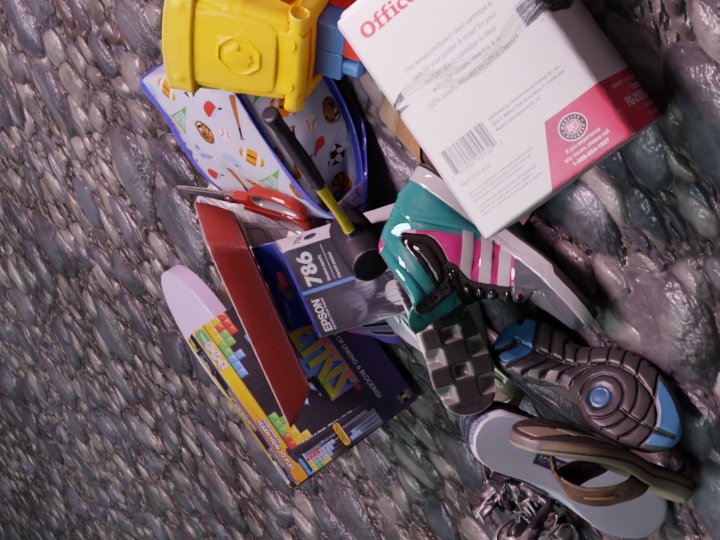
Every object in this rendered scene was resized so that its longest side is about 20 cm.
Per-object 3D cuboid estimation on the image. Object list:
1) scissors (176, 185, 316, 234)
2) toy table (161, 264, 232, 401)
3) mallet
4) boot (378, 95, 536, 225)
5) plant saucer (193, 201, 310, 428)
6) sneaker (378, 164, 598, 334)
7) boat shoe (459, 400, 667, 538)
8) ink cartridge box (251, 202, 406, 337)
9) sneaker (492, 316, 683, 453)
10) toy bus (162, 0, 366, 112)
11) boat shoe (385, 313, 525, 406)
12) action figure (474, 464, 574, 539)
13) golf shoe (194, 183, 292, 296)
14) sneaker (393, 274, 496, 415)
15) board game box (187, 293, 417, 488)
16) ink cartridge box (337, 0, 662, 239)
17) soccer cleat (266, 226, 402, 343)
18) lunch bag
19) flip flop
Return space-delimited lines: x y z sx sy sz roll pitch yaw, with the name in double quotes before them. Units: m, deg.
"scissors" -0.122 -0.074 1.578 0.200 0.014 0.073 21 164 34
"toy table" -0.129 0.060 1.873 0.200 0.117 0.184 59 155 -5
"mallet" -0.036 -0.075 1.405 0.200 0.041 0.066 56 -178 -36
"boot" 0.101 -0.140 1.320 0.166 0.072 0.200 36 149 13
"plant saucer" -0.104 0.033 1.595 0.200 0.037 0.200 -123 9 -73
"sneaker" 0.094 0.015 1.381 0.200 0.121 0.084 38 180 7
"boat shoe" 0.185 0.174 1.479 0.200 0.071 0.091 28 -175 -10
"ink cartridge box" 0.000 0.000 1.522 0.200 0.039 0.100 -17 113 18
"sneaker" 0.208 0.105 1.413 0.200 0.073 0.082 32 168 43
"toy bus" -0.051 -0.232 1.366 0.191 0.200 0.136 16 137 11
"boat shoe" 0.090 0.056 1.560 0.200 0.072 0.062 46 128 12
"action figure" 0.171 0.270 1.613 0.200 0.102 0.119 45 164 19
"golf shoe" -0.077 -0.037 1.703 0.200 0.097 0.078 40 -179 4
"sneaker" 0.074 0.030 1.468 0.089 0.074 0.201 -21 -79 -86
"board game box" -0.063 0.108 1.750 0.200 0.165 0.057 54 165 3
"ink cartridge box" 0.102 -0.149 1.193 0.145 0.084 0.200 -36 87 29
"soccer cleat" -0.023 0.030 1.640 0.068 0.073 0.200 23 165 44
"lunch bag" -0.089 -0.136 1.562 0.170 0.124 0.200 5 130 56
"flip flop" 0.205 0.174 1.371 0.200 0.058 0.081 25 178 -38
